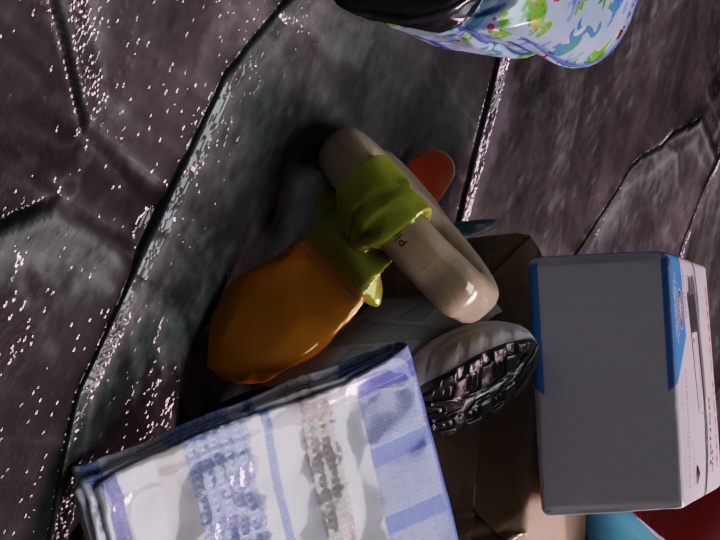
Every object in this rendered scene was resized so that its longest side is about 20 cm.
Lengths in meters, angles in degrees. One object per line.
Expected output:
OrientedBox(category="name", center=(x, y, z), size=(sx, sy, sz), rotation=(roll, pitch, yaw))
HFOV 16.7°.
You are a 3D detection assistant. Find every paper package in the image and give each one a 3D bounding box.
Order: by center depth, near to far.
OrientedBox(category="paper package", center=(0.073, 0.096, 1.484), size=(0.200, 0.103, 0.191), rotation=(53, 38, -66))

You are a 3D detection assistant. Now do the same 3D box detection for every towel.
OrientedBox(category="towel", center=(-0.041, 0.132, 1.231), size=(0.200, 0.024, 0.147), rotation=(-21, 107, -27))

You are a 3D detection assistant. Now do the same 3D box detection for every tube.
OrientedBox(category="tube", center=(0.156, 0.170, 1.586), size=(0.200, 0.050, 0.078), rotation=(-138, -142, -72))

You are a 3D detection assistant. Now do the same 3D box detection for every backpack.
OrientedBox(category="backpack", center=(0.073, -0.177, 1.252), size=(0.200, 0.154, 0.163), rotation=(49, 58, -82))

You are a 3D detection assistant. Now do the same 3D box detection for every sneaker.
OrientedBox(category="sneaker", center=(-0.004, 0.061, 1.331), size=(0.200, 0.079, 0.074), rotation=(-19, 142, -25))

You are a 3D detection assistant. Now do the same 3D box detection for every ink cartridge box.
OrientedBox(category="ink cartridge box", center=(0.158, 0.065, 1.443), size=(0.200, 0.084, 0.145), rotation=(7, 80, -76))

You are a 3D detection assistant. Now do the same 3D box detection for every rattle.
OrientedBox(category="rattle", center=(0.000, 0.000, 1.334), size=(0.143, 0.130, 0.200), rotation=(-58, -172, 8))

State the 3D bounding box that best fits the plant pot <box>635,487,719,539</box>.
OrientedBox(category="plant pot", center=(0.189, 0.228, 1.881), size=(0.200, 0.182, 0.201), rotation=(-51, 154, -38))
